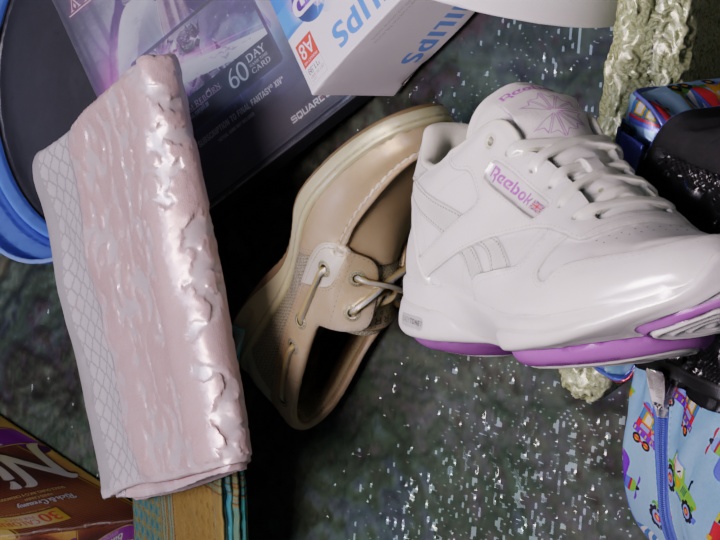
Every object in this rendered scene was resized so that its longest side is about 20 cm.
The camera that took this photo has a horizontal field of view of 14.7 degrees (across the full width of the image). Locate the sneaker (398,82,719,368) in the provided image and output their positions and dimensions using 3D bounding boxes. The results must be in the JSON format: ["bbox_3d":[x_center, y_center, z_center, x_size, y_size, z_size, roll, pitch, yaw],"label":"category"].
[{"bbox_3d":[0.068,-0.017,0.980,0.200,0.075,0.100,4,96,61],"label":"sneaker"}]

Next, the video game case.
[{"bbox_3d":[-0.086,-0.136,1.425,0.143,0.019,0.201,-36,70,26],"label":"video game case"}]

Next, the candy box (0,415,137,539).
[{"bbox_3d":[-0.219,0.129,1.554,0.200,0.116,0.057,28,113,44],"label":"candy box"}]

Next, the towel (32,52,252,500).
[{"bbox_3d":[-0.110,0.011,1.387,0.191,0.032,0.201,154,105,-65],"label":"towel"}]

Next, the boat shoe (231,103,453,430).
[{"bbox_3d":[0.000,0.000,1.335,0.065,0.072,0.200,58,137,24],"label":"boat shoe"}]

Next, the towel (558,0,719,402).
[{"bbox_3d":[0.129,-0.052,1.136,0.036,0.148,0.201,16,105,20],"label":"towel"}]

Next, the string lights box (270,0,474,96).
[{"bbox_3d":[-0.013,-0.194,1.346,0.103,0.059,0.201,-44,60,39],"label":"string lights box"}]

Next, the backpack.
[{"bbox_3d":[0.171,0.037,1.061,0.134,0.182,0.201,24,115,42],"label":"backpack"}]

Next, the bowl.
[{"bbox_3d":[-0.166,-0.104,1.541,0.200,0.039,0.202,4,95,49],"label":"bowl"}]

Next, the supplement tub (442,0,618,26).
[{"bbox_3d":[0.075,-0.215,1.169,0.145,0.144,0.201,28,113,44],"label":"supplement tub"}]

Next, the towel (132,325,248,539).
[{"bbox_3d":[-0.088,0.109,1.434,0.147,0.022,0.201,-154,59,-63],"label":"towel"}]
